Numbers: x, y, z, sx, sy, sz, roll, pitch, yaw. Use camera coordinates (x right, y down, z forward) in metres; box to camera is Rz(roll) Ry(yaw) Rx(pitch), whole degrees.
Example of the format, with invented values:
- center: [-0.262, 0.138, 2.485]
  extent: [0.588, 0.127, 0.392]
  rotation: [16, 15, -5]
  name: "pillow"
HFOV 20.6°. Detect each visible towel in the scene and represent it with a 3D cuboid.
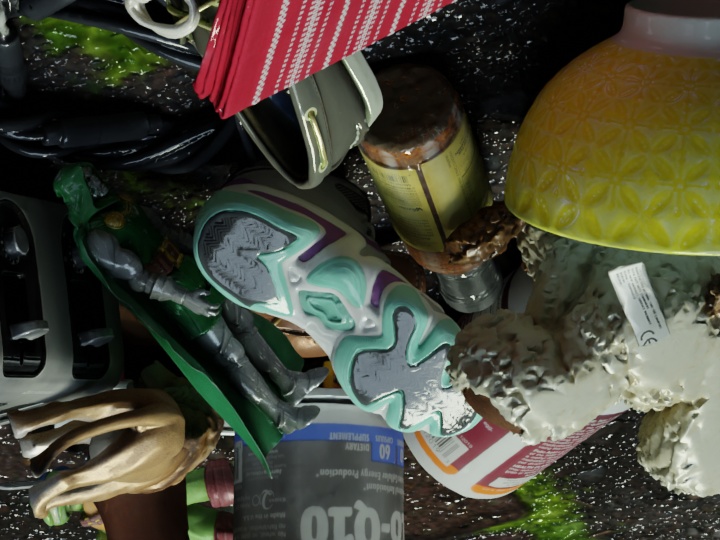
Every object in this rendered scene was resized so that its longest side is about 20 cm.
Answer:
- center: [0.014, -0.155, 0.911]
  extent: [0.199, 0.023, 0.145]
  rotation: [-30, 159, -30]
  name: "towel"

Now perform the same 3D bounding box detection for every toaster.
- center: [-0.254, 0.031, 1.136]
  extent: [0.198, 0.120, 0.181]
  rotation: [-15, 171, 17]
  name: "toaster"

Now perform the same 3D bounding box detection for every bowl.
- center: [0.176, -0.085, 1.036]
  extent: [0.198, 0.200, 0.109]
  rotation: [0, 105, -6]
  name: "bowl"

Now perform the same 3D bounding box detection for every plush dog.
- center: [0.144, 0.008, 1.093]
  extent: [0.199, 0.172, 0.161]
  rotation: [18, 114, -27]
  name: "plush dog"

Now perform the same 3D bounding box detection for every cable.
- center: [-0.131, -0.096, 1.059]
  extent: [0.162, 0.051, 0.200]
  rotation: [-22, 145, 26]
  name: "cable"

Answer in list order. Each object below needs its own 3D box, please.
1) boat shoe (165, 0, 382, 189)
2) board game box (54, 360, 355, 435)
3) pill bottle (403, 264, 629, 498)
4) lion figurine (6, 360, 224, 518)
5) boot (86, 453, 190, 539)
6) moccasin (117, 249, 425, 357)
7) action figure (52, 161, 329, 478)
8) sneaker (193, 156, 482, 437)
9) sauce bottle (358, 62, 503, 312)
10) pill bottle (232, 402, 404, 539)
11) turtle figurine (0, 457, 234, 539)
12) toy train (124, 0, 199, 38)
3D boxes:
- center: [-0.057, -0.125, 0.969]
  extent: [0.072, 0.061, 0.202]
  rotation: [7, 144, 42]
  name: "boat shoe"
- center: [-0.100, 0.084, 1.314]
  extent: [0.198, 0.026, 0.200]
  rotation: [3, 168, -10]
  name: "board game box"
- center: [0.119, 0.057, 1.270]
  extent: [0.113, 0.115, 0.200]
  rotation: [15, 144, -27]
  name: "pill bottle"
- center: [-0.129, 0.094, 1.101]
  extent: [0.121, 0.073, 0.200]
  rotation: [-14, -179, -9]
  name: "lion figurine"
- center: [-0.106, 0.202, 1.219]
  extent: [0.068, 0.200, 0.190]
  rotation: [-4, 118, -31]
  name: "boot"
- center: [-0.060, 0.008, 1.221]
  extent: [0.199, 0.074, 0.078]
  rotation: [5, 156, 4]
  name: "moccasin"
- center: [-0.100, 0.013, 1.124]
  extent: [0.055, 0.118, 0.200]
  rotation: [-38, 110, 22]
  name: "action figure"
- center: [0.000, 0.000, 1.149]
  extent: [0.200, 0.140, 0.078]
  rotation: [41, 114, -12]
  name: "sneaker"
- center: [0.045, -0.041, 1.154]
  extent: [0.065, 0.067, 0.200]
  rotation: [-9, 148, 8]
  name: "sauce bottle"
- center: [-0.027, 0.192, 1.272]
  extent: [0.113, 0.202, 0.114]
  rotation: [0, 168, 0]
  name: "pill bottle"
- center: [-0.139, 0.189, 1.366]
  extent: [0.192, 0.146, 0.200]
  rotation: [-3, -174, 0]
  name: "turtle figurine"
- center: [-0.177, -0.150, 0.946]
  extent: [0.198, 0.056, 0.151]
  rotation: [-10, 135, 22]
  name: "toy train"
